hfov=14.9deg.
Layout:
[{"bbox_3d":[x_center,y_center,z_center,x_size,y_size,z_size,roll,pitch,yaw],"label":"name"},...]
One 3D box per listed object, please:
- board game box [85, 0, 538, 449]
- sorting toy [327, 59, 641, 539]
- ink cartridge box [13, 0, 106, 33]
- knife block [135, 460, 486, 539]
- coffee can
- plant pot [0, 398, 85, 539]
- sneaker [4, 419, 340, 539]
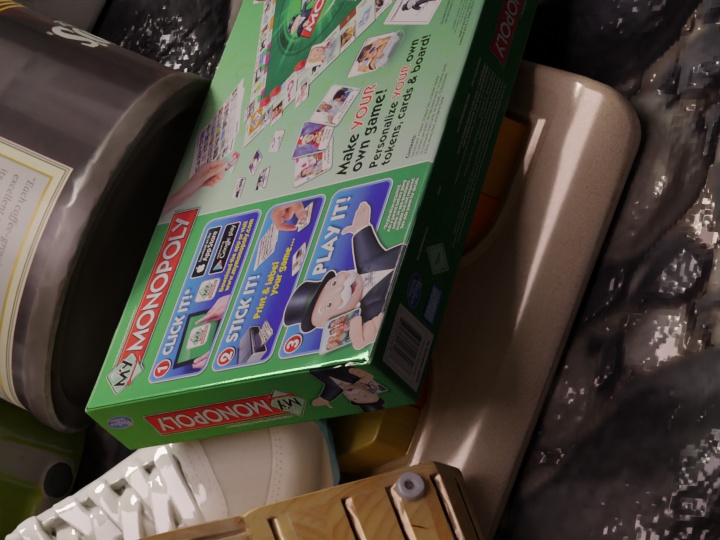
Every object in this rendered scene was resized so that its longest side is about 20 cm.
[{"bbox_3d":[-0.013,-0.034,0.985,0.134,0.029,0.201,-12,47,40],"label":"board game box"},{"bbox_3d":[0.000,0.000,1.027,0.199,0.036,0.186,22,92,49],"label":"sorting toy"},{"bbox_3d":[-0.212,-0.161,1.263,0.200,0.116,0.068,35,103,48],"label":"ink cartridge box"},{"bbox_3d":[-0.058,0.151,0.974,0.176,0.199,0.064,106,146,-61],"label":"knife block"},{"bbox_3d":[-0.172,-0.043,1.081,0.199,0.146,0.147,23,93,13],"label":"coffee can"},{"bbox_3d":[-0.240,0.107,1.136,0.181,0.198,0.201,17,87,43],"label":"plant pot"},{"bbox_3d":[-0.079,0.105,1.016,0.200,0.080,0.077,-50,56,36],"label":"sneaker"}]
